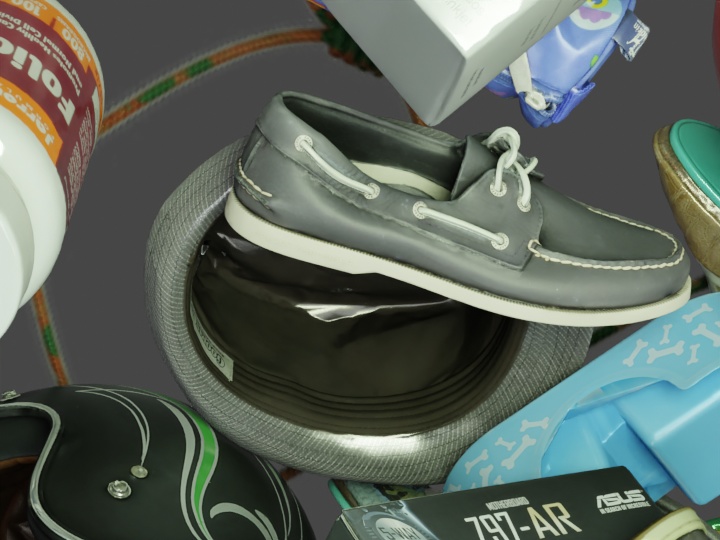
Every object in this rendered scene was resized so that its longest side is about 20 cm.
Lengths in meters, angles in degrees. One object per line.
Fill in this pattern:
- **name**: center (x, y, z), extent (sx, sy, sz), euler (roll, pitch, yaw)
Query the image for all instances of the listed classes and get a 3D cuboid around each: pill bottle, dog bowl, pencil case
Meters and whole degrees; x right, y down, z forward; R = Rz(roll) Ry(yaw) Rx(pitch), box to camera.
- **pill bottle**: center (-0.175, -0.042, 1.185), extent (0.114, 0.200, 0.115), euler (1, 115, 2)
- **dog bowl**: center (0.123, 0.082, 1.246), extent (0.200, 0.050, 0.111), euler (-34, 139, 7)
- **pencil case**: center (0.022, -0.132, 1.199), extent (0.200, 0.087, 0.078), euler (28, 132, -9)

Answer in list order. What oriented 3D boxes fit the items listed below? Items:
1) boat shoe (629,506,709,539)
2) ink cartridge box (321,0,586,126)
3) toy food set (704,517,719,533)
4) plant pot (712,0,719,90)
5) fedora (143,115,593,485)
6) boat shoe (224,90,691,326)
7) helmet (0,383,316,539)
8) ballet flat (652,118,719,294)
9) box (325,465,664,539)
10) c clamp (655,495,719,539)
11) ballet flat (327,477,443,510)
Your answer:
- **boat shoe**: center (0.128, 0.177, 1.190), extent (0.072, 0.066, 0.201), euler (-27, 149, -26)
- **ink cartridge box**: center (0.062, -0.182, 1.085), extent (0.200, 0.145, 0.145), euler (-41, 86, -8)
- **toy food set**: center (0.221, 0.213, 1.369), extent (0.199, 0.049, 0.198), euler (16, 115, -3)
- **plant pot**: center (0.261, -0.063, 1.144), extent (0.200, 0.183, 0.201), euler (-6, 128, -8)
- **fedora**: center (0.000, 0.000, 1.257), extent (0.199, 0.090, 0.177), euler (11, 116, -10)
- **boat shoe**: center (0.047, -0.027, 1.157), extent (0.199, 0.073, 0.063), euler (12, 115, -6)
- **helmet**: center (-0.116, 0.145, 1.278), extent (0.199, 0.191, 0.201), euler (-7, 117, -14)
- **ballet flat**: center (0.206, 0.003, 1.273), extent (0.200, 0.068, 0.072), euler (24, 133, -13)
- **box**: center (0.028, 0.177, 1.198), extent (0.160, 0.044, 0.200), euler (-6, 135, -38)
- **c clamp**: center (0.113, 0.163, 1.340), extent (0.171, 0.027, 0.200), euler (36, 117, 18)
- **ballet flat**: center (0.066, 0.157, 1.320), extent (0.074, 0.074, 0.200), euler (-39, 83, 18)
